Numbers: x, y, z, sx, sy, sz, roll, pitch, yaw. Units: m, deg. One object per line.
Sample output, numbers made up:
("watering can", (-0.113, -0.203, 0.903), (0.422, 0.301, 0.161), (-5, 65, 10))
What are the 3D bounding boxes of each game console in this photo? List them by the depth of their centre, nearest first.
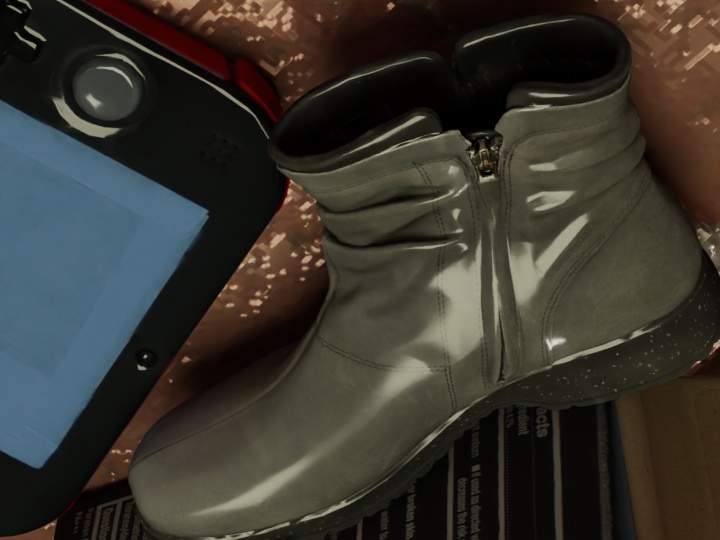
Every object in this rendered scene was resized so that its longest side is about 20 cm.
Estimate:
("game console", (-0.134, -0.015, 0.868), (0.176, 0.031, 0.200), (26, 123, -16))

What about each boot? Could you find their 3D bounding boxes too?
("boot", (0.000, 0.000, 0.840), (0.200, 0.070, 0.132), (-27, 134, 7))

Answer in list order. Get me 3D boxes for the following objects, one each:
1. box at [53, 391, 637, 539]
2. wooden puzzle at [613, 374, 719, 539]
("box", (0.009, 0.146, 0.876), (0.198, 0.200, 0.123), (-20, 123, 17))
("wooden puzzle", (0.178, 0.104, 0.831), (0.199, 0.186, 0.046), (1, 135, -5))
